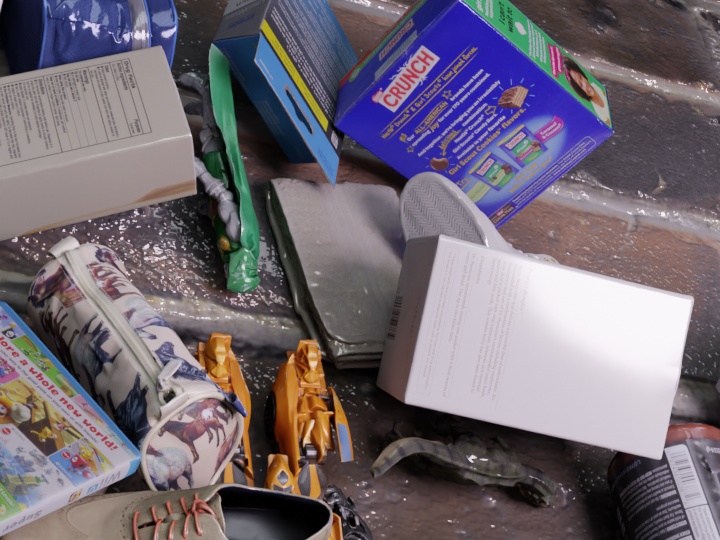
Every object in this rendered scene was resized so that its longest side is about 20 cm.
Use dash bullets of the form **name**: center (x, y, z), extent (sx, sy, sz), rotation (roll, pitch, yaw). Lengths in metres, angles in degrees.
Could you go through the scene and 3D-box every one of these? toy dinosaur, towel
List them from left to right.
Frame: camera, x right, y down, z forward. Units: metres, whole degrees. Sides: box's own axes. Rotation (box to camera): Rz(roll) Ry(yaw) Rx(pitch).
- **towel**: center (0.000, 0.000, 0.926), extent (0.130, 0.035, 0.202), rotation (2, 48, -28)
- **toy dinosaur**: center (0.066, 0.136, 0.804), extent (0.198, 0.048, 0.088), rotation (16, 9, -37)

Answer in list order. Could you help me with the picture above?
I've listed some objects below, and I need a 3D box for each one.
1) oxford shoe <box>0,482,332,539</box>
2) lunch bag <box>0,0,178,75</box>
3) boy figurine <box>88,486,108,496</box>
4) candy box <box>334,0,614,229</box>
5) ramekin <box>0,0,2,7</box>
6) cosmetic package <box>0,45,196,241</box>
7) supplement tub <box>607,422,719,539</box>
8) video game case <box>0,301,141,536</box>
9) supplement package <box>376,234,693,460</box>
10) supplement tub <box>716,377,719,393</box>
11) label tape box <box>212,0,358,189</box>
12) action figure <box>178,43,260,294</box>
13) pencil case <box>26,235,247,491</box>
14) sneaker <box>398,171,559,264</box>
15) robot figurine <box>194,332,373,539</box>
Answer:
- **oxford shoe**: center (-0.110, 0.146, 0.615), extent (0.197, 0.075, 0.071), rotation (3, 49, -26)
- **lunch bag**: center (-0.232, -0.219, 0.933), extent (0.130, 0.137, 0.202), rotation (-2, 49, -29)
- **boy figurine**: center (-0.210, 0.152, 0.650), extent (0.122, 0.065, 0.202), rotation (8, 44, -29)
- **candy box**: center (0.102, -0.150, 0.982), extent (0.199, 0.169, 0.078), rotation (33, 36, -26)
- **ramekin**: center (-0.336, -0.222, 0.842), extent (0.096, 0.201, 0.203), rotation (13, 44, -26)
- **cosmetic package**: center (-0.232, -0.094, 0.820), extent (0.197, 0.072, 0.106), rotation (-13, 57, -14)
- **supplement tub**: center (0.257, 0.223, 0.798), extent (0.105, 0.108, 0.202), rotation (9, 47, -20)
- **video game case**: center (-0.233, 0.088, 0.578), extent (0.143, 0.018, 0.199), rotation (42, 30, 19)
- **supplement package**: center (0.126, 0.056, 0.812), extent (0.196, 0.120, 0.124), rotation (14, 87, -8)
- **supplement tub**: center (0.417, 0.145, 0.926), extent (0.143, 0.146, 0.201), rotation (-12, 56, -35)
- **label tape box**: center (-0.068, -0.180, 0.980), extent (0.145, 0.062, 0.202), rotation (56, 29, -34)
- **action figure**: center (-0.114, -0.071, 0.898), extent (0.054, 0.119, 0.203), rotation (-12, 62, -7)
- **pencil case**: center (-0.154, 0.059, 0.719), extent (0.077, 0.091, 0.200), rotation (-20, 44, -30)
- **sneaker**: center (0.116, -0.005, 0.945), extent (0.201, 0.073, 0.115), rotation (55, 28, 2)
- **robot figurine**: center (-0.063, 0.140, 0.741), extent (0.142, 0.059, 0.202), rotation (5, 48, -21)
